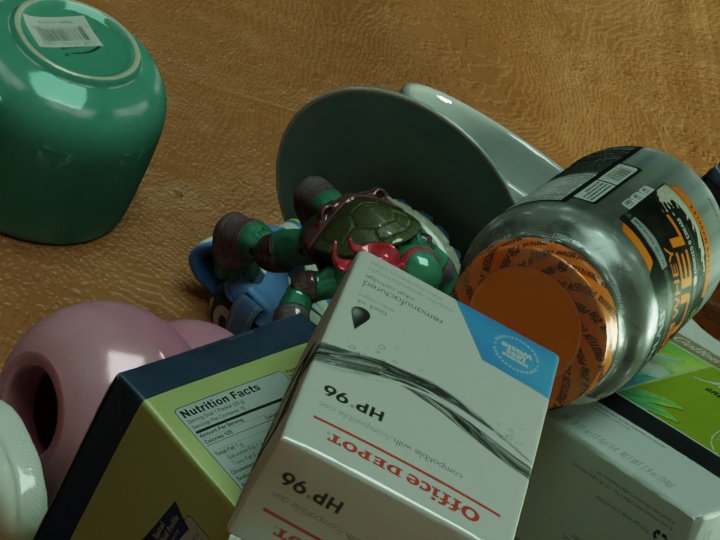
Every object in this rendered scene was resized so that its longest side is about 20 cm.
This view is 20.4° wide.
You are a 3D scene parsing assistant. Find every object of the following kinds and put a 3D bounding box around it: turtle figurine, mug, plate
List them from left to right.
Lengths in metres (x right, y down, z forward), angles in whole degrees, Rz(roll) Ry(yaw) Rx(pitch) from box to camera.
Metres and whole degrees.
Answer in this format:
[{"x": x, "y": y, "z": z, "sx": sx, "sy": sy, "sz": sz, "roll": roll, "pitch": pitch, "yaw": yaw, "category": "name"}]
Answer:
[{"x": -0.208, "y": -0.102, "z": 1.315, "sx": 0.152, "sy": 0.115, "sz": 0.185, "roll": 24, "pitch": 34, "yaw": -8, "category": "mug"}, {"x": 0.000, "y": 0.000, "z": 1.192, "sx": 0.149, "sy": 0.101, "sz": 0.200, "roll": -7, "pitch": 21, "yaw": -32, "category": "turtle figurine"}, {"x": 0.031, "y": -0.036, "z": 1.329, "sx": 0.200, "sy": 0.200, "sz": 0.026, "roll": 37, "pitch": 48, "yaw": 11, "category": "plate"}]

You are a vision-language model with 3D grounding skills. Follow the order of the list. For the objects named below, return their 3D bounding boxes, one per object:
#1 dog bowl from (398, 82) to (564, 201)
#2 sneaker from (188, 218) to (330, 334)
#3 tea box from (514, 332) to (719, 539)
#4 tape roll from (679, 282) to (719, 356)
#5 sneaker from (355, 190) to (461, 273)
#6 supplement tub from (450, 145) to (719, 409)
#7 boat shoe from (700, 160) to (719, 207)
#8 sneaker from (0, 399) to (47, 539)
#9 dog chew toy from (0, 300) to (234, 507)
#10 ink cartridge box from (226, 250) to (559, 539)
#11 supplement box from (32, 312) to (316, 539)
[{"x": 0.093, "y": -0.047, "z": 1.442, "sx": 0.200, "sy": 0.079, "sz": 0.200, "roll": 33, "pitch": 14, "yaw": -9, "category": "dog bowl"}, {"x": -0.053, "y": 0.045, "z": 1.284, "sx": 0.082, "sy": 0.074, "sz": 0.200, "roll": 1, "pitch": 38, "yaw": -26, "category": "sneaker"}, {"x": 0.172, "y": 0.138, "z": 1.228, "sx": 0.196, "sy": 0.134, "sz": 0.200, "roll": -10, "pitch": 32, "yaw": -45, "category": "tea box"}, {"x": 0.265, "y": 0.052, "z": 1.509, "sx": 0.200, "sy": 0.066, "sz": 0.201, "roll": 20, "pitch": 36, "yaw": -15, "category": "tape roll"}, {"x": 0.030, "y": 0.042, "z": 1.289, "sx": 0.085, "sy": 0.077, "sz": 0.201, "roll": -21, "pitch": 82, "yaw": -47, "category": "sneaker"}, {"x": 0.134, "y": 0.005, "z": 1.186, "sx": 0.122, "sy": 0.123, "sz": 0.200, "roll": 37, "pitch": 30, "yaw": 12, "category": "supplement tub"}, {"x": 0.339, "y": -0.009, "z": 1.614, "sx": 0.200, "sy": 0.093, "sz": 0.075, "roll": 35, "pitch": 34, "yaw": 8, "category": "boat shoe"}, {"x": -0.246, "y": 0.089, "z": 1.092, "sx": 0.088, "sy": 0.075, "sz": 0.200, "roll": -11, "pitch": 41, "yaw": -38, "category": "sneaker"}, {"x": -0.110, "y": 0.081, "z": 1.157, "sx": 0.199, "sy": 0.125, "sz": 0.125, "roll": 4, "pitch": 41, "yaw": -45, "category": "dog chew toy"}, {"x": 0.015, "y": 0.090, "z": 0.917, "sx": 0.116, "sy": 0.068, "sz": 0.200, "roll": 28, "pitch": 34, "yaw": -4, "category": "ink cartridge box"}, {"x": -0.050, "y": 0.169, "z": 1.008, "sx": 0.134, "sy": 0.200, "sz": 0.200, "roll": -17, "pitch": 56, "yaw": -47, "category": "supplement box"}]
